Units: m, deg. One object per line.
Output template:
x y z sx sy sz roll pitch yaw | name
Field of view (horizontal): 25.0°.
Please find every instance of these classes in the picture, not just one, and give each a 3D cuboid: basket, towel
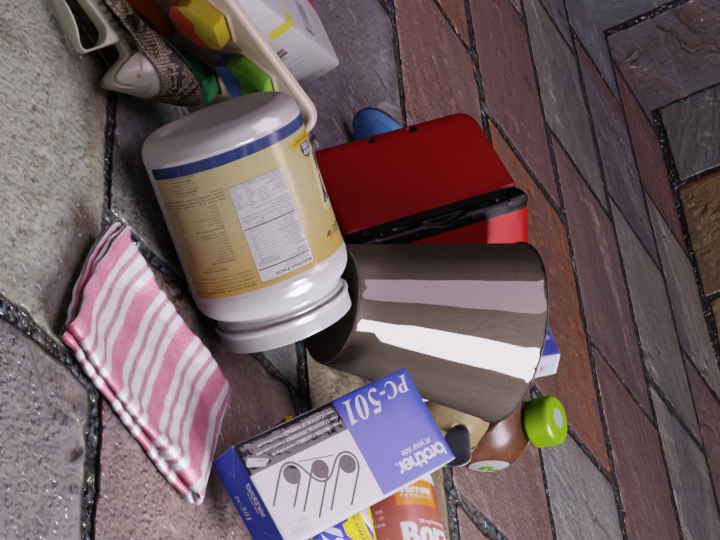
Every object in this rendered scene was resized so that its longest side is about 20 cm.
0.057 0.047 1.544 0.199 0.136 0.181 9 97 -28 | basket
-0.165 0.074 1.308 0.200 0.030 0.147 58 23 -28 | towel

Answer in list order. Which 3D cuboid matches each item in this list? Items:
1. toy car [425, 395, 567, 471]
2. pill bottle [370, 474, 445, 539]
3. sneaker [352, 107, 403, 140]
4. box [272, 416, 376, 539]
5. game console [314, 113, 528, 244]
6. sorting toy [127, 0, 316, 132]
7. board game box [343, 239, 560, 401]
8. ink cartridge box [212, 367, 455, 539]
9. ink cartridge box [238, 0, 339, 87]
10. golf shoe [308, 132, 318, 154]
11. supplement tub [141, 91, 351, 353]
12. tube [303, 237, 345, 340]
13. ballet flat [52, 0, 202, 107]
0.102 0.170 1.725 0.200 0.164 0.158 -44 115 -57 | toy car
0.021 0.244 1.492 0.112 0.112 0.201 35 38 -56 | pill bottle
0.043 -0.104 1.983 0.201 0.066 0.078 65 24 -8 | sneaker
-0.032 0.229 1.406 0.070 0.064 0.201 3 61 -31 | box
0.059 -0.044 1.654 0.119 0.199 0.173 40 -39 53 | game console
-0.148 -0.205 1.477 0.036 0.185 0.200 -50 127 -24 | sorting toy
0.084 0.039 1.717 0.041 0.199 0.200 95 -21 -52 | board game box
-0.019 0.161 1.383 0.200 0.044 0.094 -22 78 -40 | ink cartridge box
-0.122 -0.286 1.693 0.200 0.083 0.145 33 31 -58 | ink cartridge box
-0.098 -0.137 1.626 0.092 0.073 0.200 30 16 -21 | golf shoe
-0.095 -0.043 1.423 0.144 0.144 0.201 -58 132 -66 | supplement tub
0.000 0.000 1.681 0.077 0.050 0.200 41 50 -11 | tube
-0.221 -0.206 1.427 0.200 0.068 0.075 53 46 -22 | ballet flat
